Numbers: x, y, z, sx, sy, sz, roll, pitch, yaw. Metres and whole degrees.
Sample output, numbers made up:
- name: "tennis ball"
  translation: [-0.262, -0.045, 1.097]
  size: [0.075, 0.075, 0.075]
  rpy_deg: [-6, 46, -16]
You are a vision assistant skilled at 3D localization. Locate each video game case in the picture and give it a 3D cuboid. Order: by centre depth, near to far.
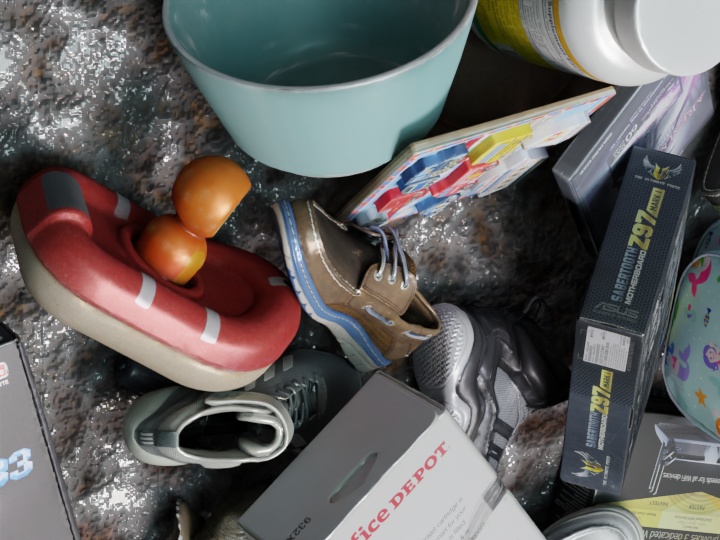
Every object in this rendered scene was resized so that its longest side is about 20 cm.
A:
- name: "video game case"
  translation: [0.195, -0.092, 1.531]
  size: [0.143, 0.019, 0.200]
  rpy_deg: [-52, 160, -5]

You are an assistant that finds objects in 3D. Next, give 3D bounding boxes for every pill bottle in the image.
- name: "pill bottle"
  translation: [0.156, -0.180, 1.408]
  size: [0.112, 0.200, 0.114]
  rpy_deg: [-7, 106, -25]

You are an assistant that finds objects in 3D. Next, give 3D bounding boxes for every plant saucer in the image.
- name: "plant saucer"
  translation: [0.098, -0.176, 1.517]
  size: [0.199, 0.034, 0.202]
  rpy_deg: [-8, 109, -24]

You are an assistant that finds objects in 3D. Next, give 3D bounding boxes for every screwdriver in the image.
- name: "screwdriver"
  translation: [-0.086, 0.101, 1.512]
  size: [0.199, 0.028, 0.029]
  rpy_deg: [25, 122, -33]

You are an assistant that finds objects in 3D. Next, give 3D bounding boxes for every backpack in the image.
- name: "backpack"
  translation: [0.310, 0.051, 1.603]
  size: [0.150, 0.200, 0.179]
  rpy_deg: [1, 110, -24]

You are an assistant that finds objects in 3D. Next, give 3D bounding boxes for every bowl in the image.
- name: "bowl"
  translation: [-0.021, -0.135, 1.393]
  size: [0.200, 0.201, 0.105]
  rpy_deg: [-25, 135, -19]

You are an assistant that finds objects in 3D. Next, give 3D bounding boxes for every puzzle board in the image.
- name: "puzzle board"
  translation: [0.068, -0.066, 1.451]
  size: [0.150, 0.200, 0.017]
  rpy_deg: [-17, 81, -22]

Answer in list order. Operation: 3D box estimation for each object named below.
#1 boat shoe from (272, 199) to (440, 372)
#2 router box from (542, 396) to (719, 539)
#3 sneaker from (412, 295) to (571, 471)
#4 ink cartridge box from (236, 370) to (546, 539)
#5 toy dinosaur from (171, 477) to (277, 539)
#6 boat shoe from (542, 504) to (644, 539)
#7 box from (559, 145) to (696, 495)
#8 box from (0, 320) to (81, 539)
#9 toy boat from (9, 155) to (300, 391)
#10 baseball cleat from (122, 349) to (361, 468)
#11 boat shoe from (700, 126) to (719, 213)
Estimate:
- name: "boat shoe"
  translation: [0.000, 0.000, 1.458]
  size: [0.072, 0.073, 0.200]
  rpy_deg: [-19, 152, 11]
- name: "router box"
  translation: [0.244, 0.182, 1.692]
  size: [0.199, 0.052, 0.158]
  rpy_deg: [10, 101, -30]
- name: "sneaker"
  translation: [0.100, 0.115, 1.583]
  size: [0.113, 0.075, 0.201]
  rpy_deg: [-10, 110, -25]
- name: "ink cartridge box"
  translation: [0.033, 0.190, 1.466]
  size: [0.145, 0.084, 0.200]
  rpy_deg: [-46, 128, -12]
- name: "toy dinosaur"
  translation: [-0.056, 0.171, 1.514]
  size: [0.199, 0.102, 0.077]
  rpy_deg: [-21, 119, -30]
- name: "boat shoe"
  translation: [0.124, 0.247, 1.603]
  size: [0.200, 0.072, 0.070]
  rpy_deg: [-36, 91, 8]
- name: "box"
  translation: [0.186, 0.037, 1.524]
  size: [0.201, 0.051, 0.158]
  rpy_deg: [89, 19, -53]
- name: "box"
  translation: [-0.290, 0.159, 1.410]
  size: [0.199, 0.050, 0.200]
  rpy_deg: [-21, 115, -21]
- name: "toy boat"
  translation: [-0.116, -0.016, 1.387]
  size: [0.199, 0.131, 0.131]
  rpy_deg: [30, 110, -32]
- name: "baseball cleat"
  translation: [-0.058, 0.100, 1.455]
  size: [0.199, 0.106, 0.070]
  rpy_deg: [-15, 104, -39]
- name: "boat shoe"
  translation: [0.297, -0.141, 1.615]
  size: [0.066, 0.072, 0.202]
  rpy_deg: [31, 84, -26]
